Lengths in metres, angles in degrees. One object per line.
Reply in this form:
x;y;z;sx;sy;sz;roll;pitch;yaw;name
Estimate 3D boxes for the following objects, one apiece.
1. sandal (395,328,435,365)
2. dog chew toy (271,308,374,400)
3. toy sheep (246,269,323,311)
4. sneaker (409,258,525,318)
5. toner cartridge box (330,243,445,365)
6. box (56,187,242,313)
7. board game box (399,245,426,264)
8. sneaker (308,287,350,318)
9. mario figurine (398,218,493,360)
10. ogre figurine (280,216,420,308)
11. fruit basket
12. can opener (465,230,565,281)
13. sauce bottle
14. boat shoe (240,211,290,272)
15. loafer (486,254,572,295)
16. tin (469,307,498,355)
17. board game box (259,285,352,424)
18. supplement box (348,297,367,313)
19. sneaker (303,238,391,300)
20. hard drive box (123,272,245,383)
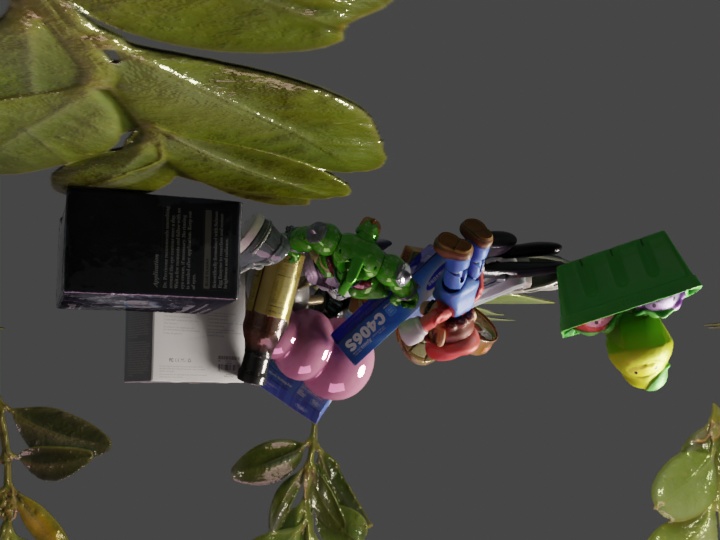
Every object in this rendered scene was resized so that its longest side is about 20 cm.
0.086;0.098;1.618;0.079;0.054;0.201;25;-155;-17;sandal
-0.075;0.115;1.482;0.198;0.127;0.124;27;159;-30;dog chew toy
-0.137;0.038;1.554;0.136;0.141;0.199;6;156;-40;toy sheep
0.145;0.023;1.460;0.196;0.072;0.073;-21;169;-11;sneaker
0.047;0.046;1.403;0.199;0.043;0.095;-42;-171;-2;toner cartridge box
-0.256;-0.016;1.171;0.196;0.120;0.196;4;172;-19;box
0.124;0.018;1.534;0.198;0.097;0.030;6;-157;-47;board game box
-0.070;0.083;1.599;0.075;0.202;0.079;31;146;-7;sneaker
0.107;0.028;1.286;0.121;0.203;0.107;0;-144;-11;mario figurine
-0.007;-0.010;1.261;0.200;0.098;0.120;44;163;-1;ogre figurine
0.381;0.071;1.387;0.211;0.221;0.155;-2;172;13;fruit basket
0.216;-0.015;1.392;0.197;0.065;0.078;6;170;-36;can opener
-0.126;0.053;1.344;0.065;0.204;0.066;16;-176;-1;sauce bottle
-0.141;-0.019;1.266;0.061;0.074;0.200;32;160;-11;boat shoe
0.240;0.002;1.526;0.196;0.072;0.070;-5;168;-21;loafer
0.138;0.065;1.630;0.199;0.042;0.111;39;-152;17;tin
-0.102;0.122;1.647;0.198;0.200;0.044;32;141;7;board game box
0.024;0.043;1.620;0.067;0.068;0.200;-7;-171;-10;supplement box
0.000;0.000;1.447;0.112;0.077;0.200;-1;170;20;sneaker
-0.238;0.052;1.354;0.154;0.205;0.076;8;170;-43;hard drive box
